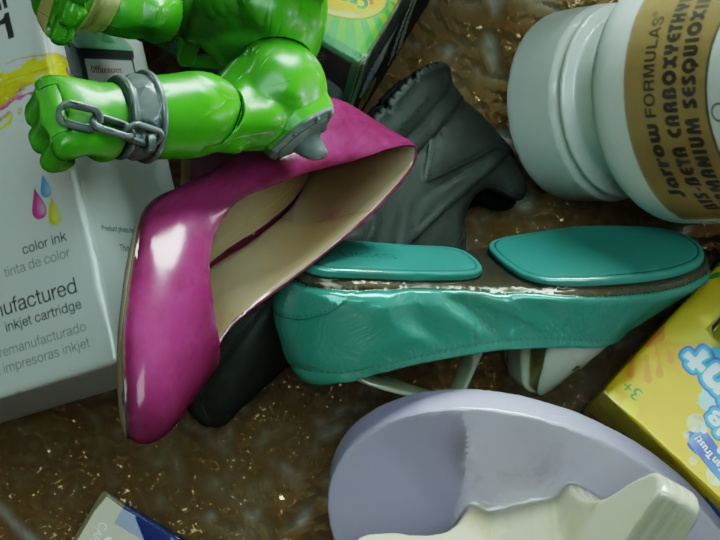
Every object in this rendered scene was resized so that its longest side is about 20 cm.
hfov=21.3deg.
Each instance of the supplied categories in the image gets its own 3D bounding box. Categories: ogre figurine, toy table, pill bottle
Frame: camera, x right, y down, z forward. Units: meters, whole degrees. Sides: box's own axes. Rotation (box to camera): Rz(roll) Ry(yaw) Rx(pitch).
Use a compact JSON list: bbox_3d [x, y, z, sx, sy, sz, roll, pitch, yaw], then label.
[{"bbox_3d":[-0.066,-0.118,0.744,0.119,0.099,0.201,15,35,-25],"label":"ogre figurine"},{"bbox_3d":[0.077,0.139,0.781,0.198,0.117,0.185,18,111,-5],"label":"toy table"},{"bbox_3d":[0.164,-0.077,0.831,0.114,0.199,0.116,0,91,-43],"label":"pill bottle"}]

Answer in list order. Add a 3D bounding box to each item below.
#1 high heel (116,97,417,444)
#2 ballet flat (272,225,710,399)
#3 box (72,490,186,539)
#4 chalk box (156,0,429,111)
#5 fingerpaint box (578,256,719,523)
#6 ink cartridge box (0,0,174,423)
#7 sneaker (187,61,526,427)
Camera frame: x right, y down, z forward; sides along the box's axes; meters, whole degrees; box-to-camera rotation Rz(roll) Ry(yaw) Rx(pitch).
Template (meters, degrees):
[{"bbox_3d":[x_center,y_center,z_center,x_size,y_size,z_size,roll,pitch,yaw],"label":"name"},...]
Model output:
[{"bbox_3d":[-0.034,-0.005,0.736,0.095,0.068,0.201,7,43,4],"label":"high heel"},{"bbox_3d":[0.056,0.021,0.833,0.198,0.067,0.071,-2,114,-18],"label":"ballet flat"},{"bbox_3d":[-0.058,0.199,0.828,0.199,0.032,0.122,31,74,2],"label":"box"},{"bbox_3d":[-0.031,-0.145,0.874,0.123,0.125,0.201,31,73,3],"label":"chalk box"},{"bbox_3d":[0.227,0.072,0.867,0.200,0.073,0.167,44,75,7],"label":"fingerpaint box"},{"bbox_3d":[-0.161,-0.041,0.798,0.144,0.084,0.202,-17,81,22],"label":"ink cartridge box"},{"bbox_3d":[0.000,0.000,0.869,0.091,0.076,0.200,42,79,-4],"label":"sneaker"}]
